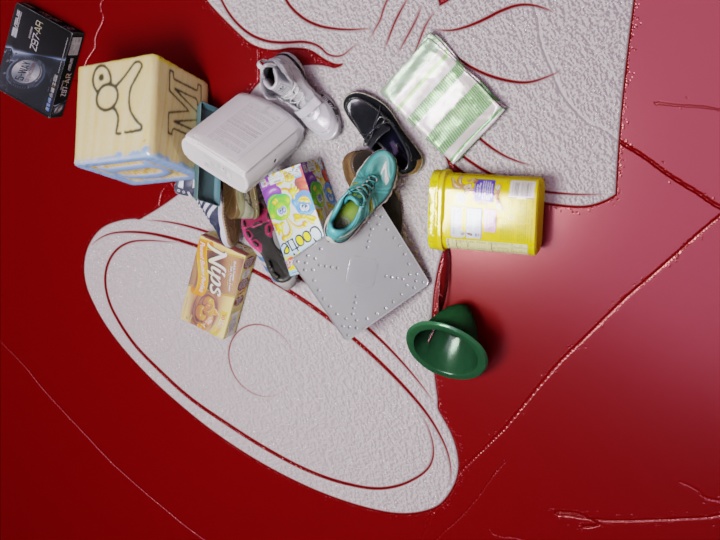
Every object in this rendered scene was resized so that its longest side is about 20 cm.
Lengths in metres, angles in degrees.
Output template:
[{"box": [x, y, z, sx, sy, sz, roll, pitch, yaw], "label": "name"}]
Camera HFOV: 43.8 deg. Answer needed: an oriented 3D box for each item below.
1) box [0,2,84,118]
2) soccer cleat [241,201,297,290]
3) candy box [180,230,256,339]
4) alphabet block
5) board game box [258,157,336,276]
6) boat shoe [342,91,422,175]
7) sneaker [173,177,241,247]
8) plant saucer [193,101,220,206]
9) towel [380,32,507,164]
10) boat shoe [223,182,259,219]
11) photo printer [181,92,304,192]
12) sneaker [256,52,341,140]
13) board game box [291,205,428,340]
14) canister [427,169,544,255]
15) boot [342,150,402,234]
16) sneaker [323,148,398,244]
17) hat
[{"box": [-0.700, -0.458, 1.957, 0.160, 0.044, 0.201, 30, 112, 13], "label": "box"}, {"box": [-0.187, -0.046, 1.834, 0.070, 0.086, 0.201, -26, 69, -4], "label": "soccer cleat"}, {"box": [-0.303, 0.031, 1.905, 0.115, 0.055, 0.201, 24, 110, 16], "label": "candy box"}, {"box": [-0.430, -0.291, 1.774, 0.194, 0.196, 0.201, -2, 82, 22], "label": "alphabet block"}, {"box": [-0.107, -0.106, 1.764, 0.102, 0.105, 0.201, -16, 97, 24], "label": "board game box"}, {"box": [0.038, -0.260, 1.690, 0.075, 0.062, 0.200, -44, 83, 27], "label": "boat shoe"}, {"box": [-0.318, -0.138, 1.858, 0.108, 0.070, 0.201, -13, 88, 20], "label": "sneaker"}, {"box": [-0.304, -0.231, 1.788, 0.019, 0.070, 0.201, -6, 79, 31], "label": "plant saucer"}, {"box": [0.151, -0.315, 1.651, 0.200, 0.023, 0.153, 46, 116, 6], "label": "towel"}, {"box": [-0.242, -0.200, 1.813, 0.073, 0.062, 0.201, -16, 75, 56], "label": "boat shoe"}, {"box": [-0.219, -0.256, 1.731, 0.166, 0.200, 0.070, 31, 144, 16], "label": "photo printer"}, {"box": [-0.122, -0.328, 1.710, 0.075, 0.115, 0.200, -37, 88, 26], "label": "sneaker"}, {"box": [0.000, 0.000, 1.711, 0.199, 0.026, 0.201, -35, 110, -3], "label": "board game box"}, {"box": [0.230, -0.105, 1.636, 0.199, 0.087, 0.150, 6, 104, 20], "label": "canister"}, {"box": [0.022, -0.139, 1.734, 0.075, 0.073, 0.201, 14, 129, 62], "label": "boot"}, {"box": [0.004, -0.133, 1.631, 0.077, 0.080, 0.201, 32, 84, 4], "label": "sneaker"}, {"box": [0.192, 0.085, 1.736, 0.165, 0.177, 0.201, 19, 145, 11], "label": "hat"}]
